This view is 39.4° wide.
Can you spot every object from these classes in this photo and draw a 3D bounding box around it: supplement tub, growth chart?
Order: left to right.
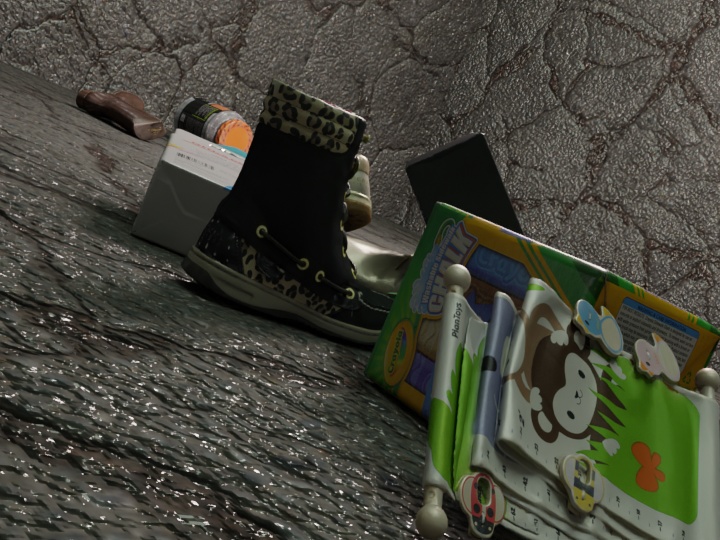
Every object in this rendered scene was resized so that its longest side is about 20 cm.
[{"bbox_3d":[-0.349,-0.333,2.394,0.122,0.124,0.199,18,8,-45],"label":"supplement tub"},{"bbox_3d":[0.106,0.074,0.470,0.198,0.147,0.018,23,-35,-28],"label":"growth chart"}]

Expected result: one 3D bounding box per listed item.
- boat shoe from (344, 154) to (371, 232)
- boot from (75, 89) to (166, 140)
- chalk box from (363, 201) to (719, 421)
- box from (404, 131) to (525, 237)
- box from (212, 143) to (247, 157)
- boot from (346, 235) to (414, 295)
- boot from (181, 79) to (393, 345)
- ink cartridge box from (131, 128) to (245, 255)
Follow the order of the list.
[{"bbox_3d":[-0.060,-0.067,1.005,0.071,0.066,0.199,17,-20,-37],"label":"boat shoe"},{"bbox_3d":[-0.446,-0.308,2.030,0.198,0.065,0.185,23,17,29],"label":"boot"},{"bbox_3d":[0.096,0.043,0.634,0.123,0.125,0.199,20,7,-37],"label":"chalk box"},{"bbox_3d":[0.110,-0.017,0.907,0.141,0.078,0.203,-80,147,-83],"label":"box"},{"bbox_3d":[-0.150,-0.096,1.152,0.049,0.083,0.200,23,6,-3],"label":"box"},{"bbox_3d":[0.000,0.000,0.955,0.152,0.073,0.200,21,5,-1],"label":"boot"},{"bbox_3d":[-0.019,-0.036,0.740,0.202,0.156,0.073,19,7,-40],"label":"boot"},{"bbox_3d":[-0.131,-0.063,0.895,0.114,0.069,0.200,23,11,-12],"label":"ink cartridge box"}]
